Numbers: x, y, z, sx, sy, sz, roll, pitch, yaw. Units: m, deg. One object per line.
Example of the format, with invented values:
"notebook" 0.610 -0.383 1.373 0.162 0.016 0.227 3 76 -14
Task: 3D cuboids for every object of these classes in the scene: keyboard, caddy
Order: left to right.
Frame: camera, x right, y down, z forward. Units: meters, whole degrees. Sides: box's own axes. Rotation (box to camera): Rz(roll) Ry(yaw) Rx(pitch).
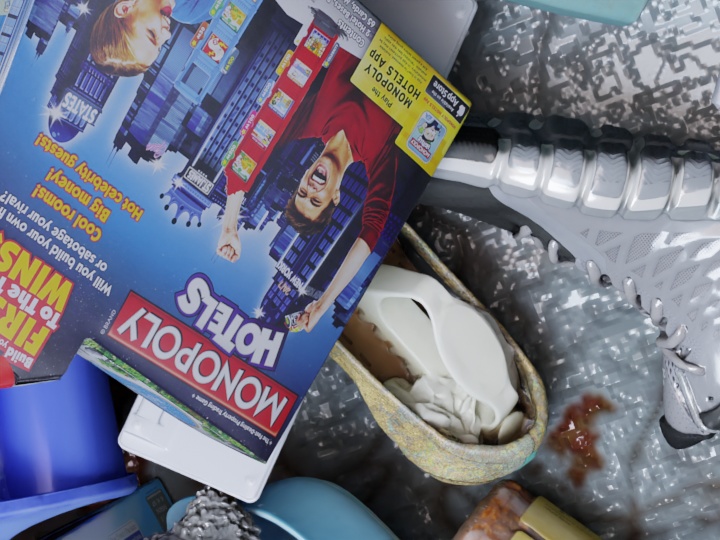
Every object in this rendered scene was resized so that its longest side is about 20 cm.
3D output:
"caddy" -0.170 0.072 1.094 0.200 0.141 0.105 -11 88 61
"keyboard" -0.022 -0.018 1.034 0.056 0.011 0.200 23 81 8

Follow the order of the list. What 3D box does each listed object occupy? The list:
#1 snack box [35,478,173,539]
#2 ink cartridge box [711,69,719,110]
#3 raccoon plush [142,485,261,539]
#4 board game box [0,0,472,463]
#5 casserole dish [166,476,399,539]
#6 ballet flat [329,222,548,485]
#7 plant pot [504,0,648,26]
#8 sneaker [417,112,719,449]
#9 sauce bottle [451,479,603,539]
"snack box" -0.172 0.151 1.141 0.200 0.116 0.037 -28 90 18
"ink cartridge box" 0.242 -0.105 1.007 0.200 0.057 0.163 18 93 17
"raccoon plush" -0.004 0.152 1.034 0.200 0.097 0.134 3 123 5
"board game box" -0.085 -0.028 0.958 0.062 0.200 0.200 21 76 48
"casserole dish" 0.009 0.150 1.095 0.200 0.039 0.121 48 150 -6
"ballet flat" 0.000 0.000 1.071 0.071 0.071 0.200 -37 104 18
"plant pot" 0.028 -0.170 1.016 0.200 0.141 0.142 28 95 1
"sneaker" 0.100 0.008 1.059 0.200 0.075 0.116 7 104 9
"sauce bottle" 0.117 0.160 1.085 0.200 0.066 0.066 37 106 9
